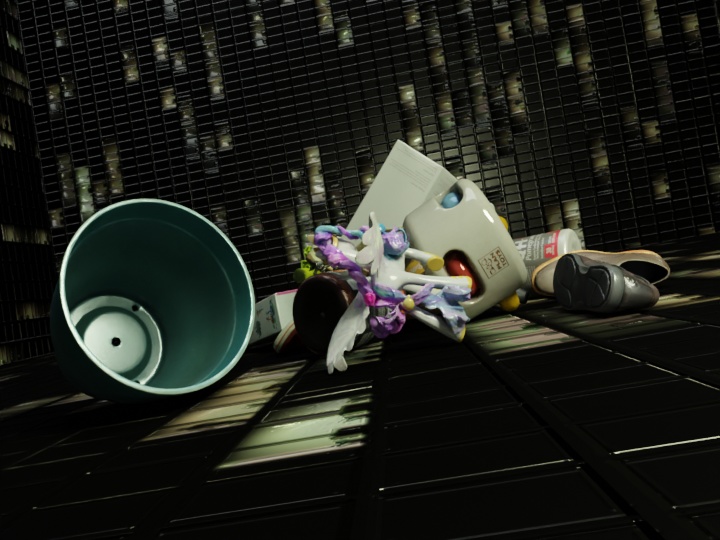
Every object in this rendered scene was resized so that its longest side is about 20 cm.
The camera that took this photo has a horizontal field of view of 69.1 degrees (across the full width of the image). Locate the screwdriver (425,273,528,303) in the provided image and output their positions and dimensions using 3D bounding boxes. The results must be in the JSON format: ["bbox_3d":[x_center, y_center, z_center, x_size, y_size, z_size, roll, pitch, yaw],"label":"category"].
[{"bbox_3d":[0.200,0.024,0.927,0.195,0.029,0.029,16,-16,28],"label":"screwdriver"}]

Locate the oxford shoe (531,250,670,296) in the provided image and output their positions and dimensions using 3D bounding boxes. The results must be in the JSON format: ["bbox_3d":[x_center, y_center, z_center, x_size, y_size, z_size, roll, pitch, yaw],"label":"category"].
[{"bbox_3d":[0.362,0.004,0.798,0.194,0.074,0.073,-10,4,18],"label":"oxford shoe"}]

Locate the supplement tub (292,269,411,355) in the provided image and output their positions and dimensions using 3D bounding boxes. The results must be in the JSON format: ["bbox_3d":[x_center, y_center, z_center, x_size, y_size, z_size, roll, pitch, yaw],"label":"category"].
[{"bbox_3d":[-0.001,0.050,0.749,0.105,0.111,0.198,-10,-1,33],"label":"supplement tub"}]

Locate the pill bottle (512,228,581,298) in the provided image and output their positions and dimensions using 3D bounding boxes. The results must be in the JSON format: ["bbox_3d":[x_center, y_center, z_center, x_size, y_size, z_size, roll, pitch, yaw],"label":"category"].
[{"bbox_3d":[0.302,-0.004,0.971,0.196,0.114,0.109,-11,-2,38],"label":"pill bottle"}]

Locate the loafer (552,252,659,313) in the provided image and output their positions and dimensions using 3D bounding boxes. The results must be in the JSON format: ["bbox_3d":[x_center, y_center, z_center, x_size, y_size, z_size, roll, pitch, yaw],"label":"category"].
[{"bbox_3d":[0.299,0.021,0.658,0.061,0.074,0.200,10,6,2],"label":"loafer"}]

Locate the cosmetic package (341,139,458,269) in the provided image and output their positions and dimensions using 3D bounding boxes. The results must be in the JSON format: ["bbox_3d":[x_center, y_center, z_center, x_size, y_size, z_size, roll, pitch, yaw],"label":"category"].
[{"bbox_3d":[0.066,-0.102,0.902,0.112,0.203,0.080,39,14,31],"label":"cosmetic package"}]

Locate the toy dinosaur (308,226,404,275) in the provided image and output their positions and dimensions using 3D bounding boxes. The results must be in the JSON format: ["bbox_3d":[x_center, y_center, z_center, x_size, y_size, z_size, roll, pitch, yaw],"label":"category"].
[{"bbox_3d":[-0.023,-0.013,0.799,0.086,0.048,0.200,-6,-28,-41],"label":"toy dinosaur"}]

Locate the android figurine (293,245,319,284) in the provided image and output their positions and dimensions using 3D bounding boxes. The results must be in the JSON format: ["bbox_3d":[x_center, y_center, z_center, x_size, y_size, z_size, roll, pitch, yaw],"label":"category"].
[{"bbox_3d":[-0.094,0.037,1.184,0.040,0.189,0.199,-1,5,20],"label":"android figurine"}]

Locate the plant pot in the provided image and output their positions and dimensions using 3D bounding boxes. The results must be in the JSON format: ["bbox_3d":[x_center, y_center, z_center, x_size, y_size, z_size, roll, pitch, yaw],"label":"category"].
[{"bbox_3d":[-0.248,0.058,0.583,0.197,0.205,0.186,-9,-17,-46],"label":"plant pot"}]

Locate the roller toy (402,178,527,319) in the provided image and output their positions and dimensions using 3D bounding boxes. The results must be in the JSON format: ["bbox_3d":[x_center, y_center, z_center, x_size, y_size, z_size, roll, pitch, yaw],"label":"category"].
[{"bbox_3d":[0.161,-0.032,0.787,0.138,0.203,0.182,-32,-26,10],"label":"roller toy"}]

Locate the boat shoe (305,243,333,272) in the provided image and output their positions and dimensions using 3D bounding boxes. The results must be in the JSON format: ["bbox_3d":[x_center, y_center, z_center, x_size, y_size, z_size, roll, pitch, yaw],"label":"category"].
[{"bbox_3d":[0.000,0.000,0.933,0.196,0.064,0.073,28,-14,-8],"label":"boat shoe"}]

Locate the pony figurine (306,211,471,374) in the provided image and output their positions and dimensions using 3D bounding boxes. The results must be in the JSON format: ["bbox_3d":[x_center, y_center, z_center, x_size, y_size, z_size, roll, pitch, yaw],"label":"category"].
[{"bbox_3d":[0.028,0.015,0.598,0.194,0.171,0.194,17,20,-9],"label":"pony figurine"}]

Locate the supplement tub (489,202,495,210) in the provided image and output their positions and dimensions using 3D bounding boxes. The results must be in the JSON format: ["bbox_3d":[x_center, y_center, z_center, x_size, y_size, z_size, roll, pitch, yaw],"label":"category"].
[{"bbox_3d":[0.241,-0.036,1.160,0.141,0.207,0.145,-9,-1,0],"label":"supplement tub"}]

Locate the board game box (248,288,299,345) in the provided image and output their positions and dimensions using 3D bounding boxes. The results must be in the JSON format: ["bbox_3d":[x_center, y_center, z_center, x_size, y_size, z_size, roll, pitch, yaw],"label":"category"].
[{"bbox_3d":[-0.139,0.086,0.950,0.145,0.066,0.198,-9,-13,-42],"label":"board game box"}]

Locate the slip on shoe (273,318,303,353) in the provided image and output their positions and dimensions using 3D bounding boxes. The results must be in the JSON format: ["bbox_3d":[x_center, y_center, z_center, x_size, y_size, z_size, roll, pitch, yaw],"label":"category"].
[{"bbox_3d":[-0.048,0.084,0.833,0.196,0.062,0.075,-23,-22,-29],"label":"slip on shoe"}]

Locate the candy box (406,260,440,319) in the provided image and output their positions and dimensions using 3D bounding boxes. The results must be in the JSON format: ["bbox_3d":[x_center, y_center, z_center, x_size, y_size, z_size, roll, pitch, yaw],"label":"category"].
[{"bbox_3d":[0.074,0.036,1.006,0.194,0.119,0.055,-10,0,-7],"label":"candy box"}]
